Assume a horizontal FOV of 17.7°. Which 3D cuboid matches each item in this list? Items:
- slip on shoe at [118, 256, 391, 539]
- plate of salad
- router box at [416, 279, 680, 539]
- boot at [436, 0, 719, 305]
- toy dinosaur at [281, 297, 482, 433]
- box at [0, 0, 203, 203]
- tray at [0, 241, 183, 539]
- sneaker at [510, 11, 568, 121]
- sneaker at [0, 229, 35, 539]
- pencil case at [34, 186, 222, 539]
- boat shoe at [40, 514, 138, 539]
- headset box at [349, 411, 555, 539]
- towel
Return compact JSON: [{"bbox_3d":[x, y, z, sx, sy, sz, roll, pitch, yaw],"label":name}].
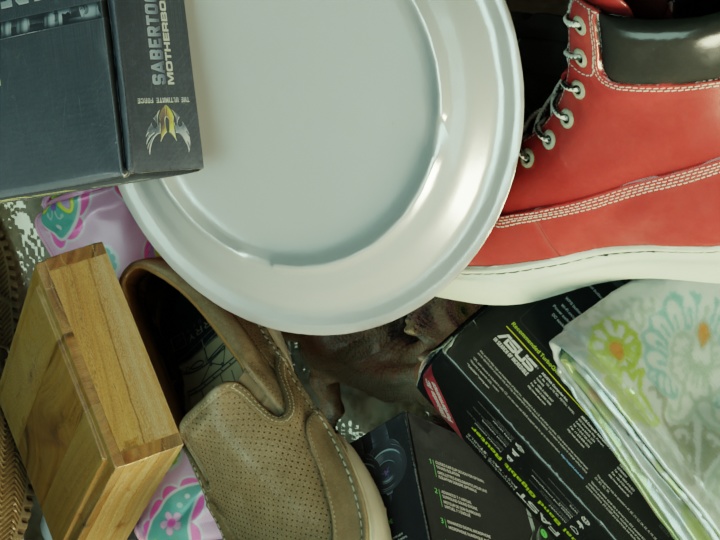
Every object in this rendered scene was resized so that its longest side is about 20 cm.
[{"bbox_3d":[-0.050,0.071,1.003,0.076,0.060,0.201,-40,53,23],"label":"slip on shoe"},{"bbox_3d":[-0.021,-0.074,0.941,0.199,0.048,0.201,6,103,26],"label":"plate of salad"},{"bbox_3d":[0.144,0.066,1.001,0.200,0.150,0.062,48,161,7],"label":"router box"},{"bbox_3d":[0.076,-0.062,0.924,0.199,0.073,0.145,-5,129,29],"label":"boot"},{"bbox_3d":[0.000,0.000,1.098,0.135,0.086,0.201,-31,75,21],"label":"toy dinosaur"},{"bbox_3d":[-0.161,-0.106,0.970,0.199,0.051,0.159,-6,92,38],"label":"box"},{"bbox_3d":[-0.132,0.069,1.088,0.099,0.037,0.200,67,161,13],"label":"tray"},{"bbox_3d":[0.052,-0.077,1.045,0.199,0.075,0.080,7,88,35],"label":"sneaker"},{"bbox_3d":[-0.233,0.075,1.210,0.108,0.070,0.201,-16,67,30],"label":"sneaker"},{"bbox_3d":[-0.098,0.044,1.152,0.087,0.087,0.201,-12,98,29],"label":"pencil case"},{"bbox_3d":[-0.089,0.190,1.202,0.199,0.072,0.068,31,116,9],"label":"boat shoe"},{"bbox_3d":[0.056,0.177,1.026,0.093,0.174,0.201,-33,52,30],"label":"headset box"},{"bbox_3d":[0.198,0.048,0.955,0.172,0.199,0.048,56,163,8],"label":"towel"}]
